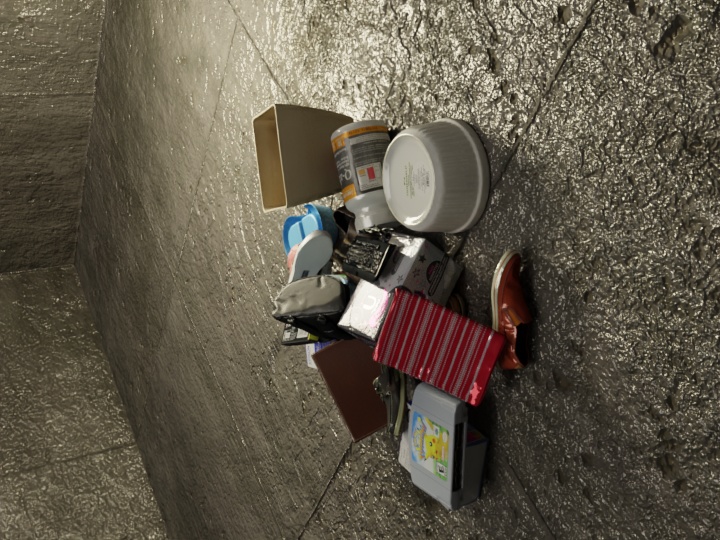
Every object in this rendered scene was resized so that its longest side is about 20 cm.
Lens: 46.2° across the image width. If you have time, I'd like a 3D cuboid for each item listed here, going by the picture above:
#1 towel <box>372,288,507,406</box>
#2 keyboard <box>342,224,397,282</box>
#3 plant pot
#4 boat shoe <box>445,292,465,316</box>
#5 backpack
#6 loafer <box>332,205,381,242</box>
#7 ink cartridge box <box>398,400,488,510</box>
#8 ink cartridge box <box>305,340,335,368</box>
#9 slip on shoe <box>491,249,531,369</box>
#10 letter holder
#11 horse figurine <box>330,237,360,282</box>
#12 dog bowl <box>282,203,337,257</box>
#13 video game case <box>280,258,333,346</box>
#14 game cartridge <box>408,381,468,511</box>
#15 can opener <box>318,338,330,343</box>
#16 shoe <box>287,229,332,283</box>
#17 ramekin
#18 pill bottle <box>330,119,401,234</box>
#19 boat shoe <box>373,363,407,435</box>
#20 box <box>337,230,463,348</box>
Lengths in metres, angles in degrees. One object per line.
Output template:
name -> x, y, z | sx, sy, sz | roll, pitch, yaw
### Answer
towel -> 0.127, 0.128, 1.385 | 0.198, 0.023, 0.146 | 24, 117, 8
keyboard -> 0.007, -0.041, 1.542 | 0.105, 0.039, 0.200 | -62, 20, -4
plant pot -> -0.107, -0.234, 1.742 | 0.200, 0.175, 0.203 | -178, 80, -70
boat shoe -> 0.123, 0.106, 1.574 | 0.200, 0.067, 0.073 | -49, 56, 51
backpack -> -0.057, 0.074, 1.657 | 0.161, 0.200, 0.156 | -8, 58, 24
loafer -> 0.004, -0.068, 1.721 | 0.200, 0.070, 0.074 | 45, 134, 44
ink cartridge box -> 0.143, 0.330, 1.589 | 0.199, 0.076, 0.138 | 34, 123, 49
ink cartridge box -> -0.065, 0.137, 1.914 | 0.199, 0.046, 0.201 | 12, 109, 58
slip on shoe -> 0.249, 0.065, 1.369 | 0.061, 0.074, 0.203 | 8, 104, 34
letter holder -> 0.004, 0.234, 1.768 | 0.202, 0.141, 0.101 | 62, 177, 6
horse figurine -> 0.000, 0.000, 1.720 | 0.132, 0.050, 0.200 | 40, 166, -2
dog bowl -> -0.114, -0.084, 1.931 | 0.199, 0.049, 0.113 | -27, 74, 58
video game case -> -0.119, 0.073, 1.861 | 0.200, 0.025, 0.183 | 163, 119, -67
game cartridge -> 0.135, 0.307, 1.498 | 0.133, 0.040, 0.203 | 21, 113, 59
can opener -> -0.080, 0.118, 1.840 | 0.199, 0.078, 0.064 | -9, 98, 66
shoe -> -0.112, -0.036, 1.771 | 0.201, 0.070, 0.092 | 116, 155, -44
ramekin -> 0.123, -0.162, 1.474 | 0.199, 0.104, 0.203 | 20, 113, 55
pill bottle -> 0.016, -0.179, 1.632 | 0.116, 0.115, 0.203 | -23, 77, 58
boat shoe -> 0.056, 0.222, 1.646 | 0.072, 0.065, 0.203 | 100, 175, -60
box -> 0.071, 0.047, 1.515 | 0.132, 0.114, 0.202 | 15, 76, 56
